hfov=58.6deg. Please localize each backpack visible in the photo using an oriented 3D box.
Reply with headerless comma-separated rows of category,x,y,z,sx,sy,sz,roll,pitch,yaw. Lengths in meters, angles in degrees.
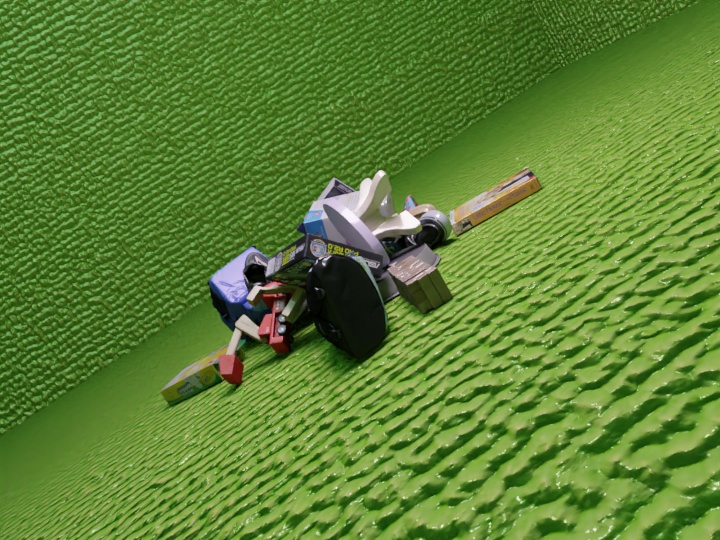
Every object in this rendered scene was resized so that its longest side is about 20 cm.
backpack,-0.267,0.082,1.562,0.161,0.168,0.202,-34,-27,-25
backpack,-0.028,0.051,1.048,0.152,0.166,0.199,-26,0,-25

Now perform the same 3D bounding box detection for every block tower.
block tower,0.093,0.019,1.066,0.053,0.059,0.200,-31,9,-3

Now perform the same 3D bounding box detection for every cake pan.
cake pan,0.064,0.008,1.264,0.198,0.037,0.200,-31,10,6

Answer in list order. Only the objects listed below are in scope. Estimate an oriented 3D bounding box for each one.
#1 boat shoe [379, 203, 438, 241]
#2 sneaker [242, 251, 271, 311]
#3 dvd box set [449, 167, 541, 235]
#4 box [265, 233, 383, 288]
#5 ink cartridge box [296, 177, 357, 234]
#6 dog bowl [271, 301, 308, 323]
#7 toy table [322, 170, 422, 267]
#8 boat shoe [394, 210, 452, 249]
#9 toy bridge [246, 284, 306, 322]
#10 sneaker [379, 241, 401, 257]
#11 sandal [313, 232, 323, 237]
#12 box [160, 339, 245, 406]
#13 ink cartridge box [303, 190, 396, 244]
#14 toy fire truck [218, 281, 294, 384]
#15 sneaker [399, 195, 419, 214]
boat shoe,0.103,-0.081,1.505,0.199,0.071,0.065,-37,10,33
sneaker,-0.224,0.009,1.423,0.069,0.084,0.201,-10,30,-7
dvd box set,0.283,-0.149,1.368,0.197,0.030,0.147,-29,10,15
box,-0.072,-0.005,1.211,0.199,0.157,0.045,-23,56,58
ink cartridge box,-0.038,-0.111,1.640,0.201,0.195,0.048,-49,23,34
dog bowl,-0.120,0.043,1.440,0.201,0.058,0.200,-51,-1,-2
toy table,0.024,-0.106,1.299,0.117,0.200,0.185,-38,-25,-10
boat shoe,0.129,-0.067,1.374,0.071,0.072,0.200,-45,4,-23
toy bridge,-0.127,0.066,1.247,0.197,0.027,0.068,19,63,27
sneaker,0.000,0.000,1.400,0.198,0.078,0.085,-32,6,-4
sandal,-0.144,-0.010,1.393,0.201,0.043,0.076,-52,-2,37
box,-0.346,0.227,1.450,0.198,0.049,0.117,-30,9,26
ink cartridge box,-0.019,-0.123,1.498,0.196,0.086,0.145,-13,23,13
toy fire truck,-0.204,0.120,1.284,0.138,0.049,0.204,-8,56,13
sneaker,0.118,-0.137,1.682,0.095,0.080,0.200,-32,9,8
